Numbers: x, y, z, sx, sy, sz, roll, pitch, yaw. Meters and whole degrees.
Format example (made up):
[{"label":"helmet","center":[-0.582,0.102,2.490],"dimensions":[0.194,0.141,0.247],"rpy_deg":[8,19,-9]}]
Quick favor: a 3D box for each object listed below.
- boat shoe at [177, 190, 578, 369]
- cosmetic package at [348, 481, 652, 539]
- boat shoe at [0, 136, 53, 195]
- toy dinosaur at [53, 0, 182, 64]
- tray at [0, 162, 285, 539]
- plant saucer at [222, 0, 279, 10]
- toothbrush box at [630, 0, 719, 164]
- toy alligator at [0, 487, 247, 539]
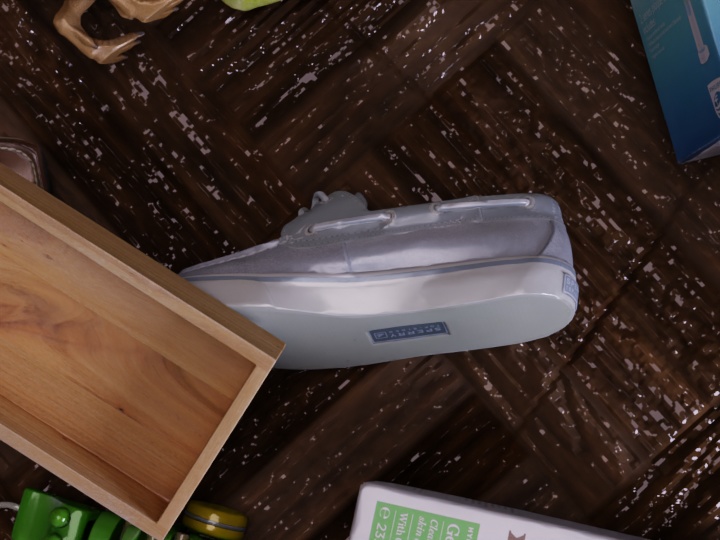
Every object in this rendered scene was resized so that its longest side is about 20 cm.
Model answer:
[{"label":"boat shoe","center":[0.000,0.000,0.784],"dimensions":[0.200,0.070,0.072],"rpy_deg":[-5,61,8]},{"label":"cosmetic package","center":[0.089,0.165,0.748],"dimensions":[0.199,0.085,0.108],"rpy_deg":[10,84,6]},{"label":"boat shoe","center":[-0.247,-0.019,0.794],"dimensions":[0.199,0.074,0.076],"rpy_deg":[-14,85,3]},{"label":"toy dinosaur","center":[-0.142,-0.152,0.798],"dimensions":[0.200,0.060,0.106],"rpy_deg":[-32,88,-28]},{"label":"tray","center":[-0.144,0.022,0.742],"dimensions":[0.200,0.037,0.099],"rpy_deg":[33,102,0]},{"label":"plant saucer","center":[0.000,-0.247,0.790],"dimensions":[0.199,0.048,0.200],"rpy_deg":[-18,84,-8]},{"label":"toothbrush box","center":[0.193,-0.166,0.754],"dimensions":[0.146,0.085,0.201],"rpy_deg":[-15,85,-10]},{"label":"toy alligator","center":[-0.121,0.125,0.782],"dimensions":[0.199,0.054,0.059],"rpy_deg":[17,86,5]}]
